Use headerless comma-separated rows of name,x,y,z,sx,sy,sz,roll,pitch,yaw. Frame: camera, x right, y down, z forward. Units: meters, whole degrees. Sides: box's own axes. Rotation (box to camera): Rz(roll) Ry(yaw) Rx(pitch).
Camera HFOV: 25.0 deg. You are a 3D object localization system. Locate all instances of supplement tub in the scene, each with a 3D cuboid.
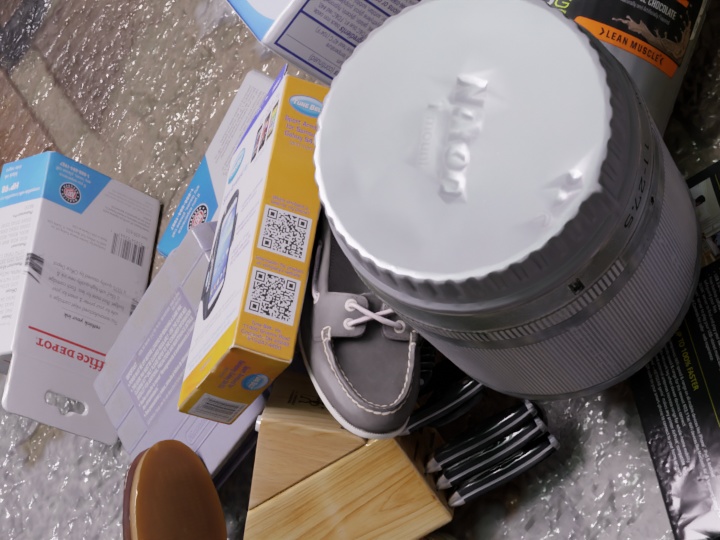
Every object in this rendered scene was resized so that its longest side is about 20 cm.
supplement tub,0.148,-0.174,0.960,0.122,0.122,0.201,14,82,46

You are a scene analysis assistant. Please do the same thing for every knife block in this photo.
knife block,0.022,0.131,0.972,0.064,0.174,0.201,-69,-10,-65

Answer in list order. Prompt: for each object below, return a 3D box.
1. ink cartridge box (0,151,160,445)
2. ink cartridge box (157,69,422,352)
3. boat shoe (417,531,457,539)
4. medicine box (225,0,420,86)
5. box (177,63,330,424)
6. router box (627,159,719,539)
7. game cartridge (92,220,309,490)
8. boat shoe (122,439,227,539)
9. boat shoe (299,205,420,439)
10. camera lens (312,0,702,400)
ink cartridge box,-0.229,0.025,1.236,0.066,0.116,0.201,-9,65,41
ink cartridge box,-0.028,-0.031,1.090,0.200,0.086,0.147,31,94,45
boat shoe,0.018,0.242,0.931,0.074,0.066,0.201,-12,59,41
medicine box,-0.014,-0.263,1.172,0.200,0.103,0.182,-50,45,13
box,-0.058,-0.021,0.964,0.119,0.041,0.201,134,152,-60
router box,0.213,0.036,0.852,0.149,0.051,0.201,-32,51,29
game cartridge,-0.112,0.072,1.089,0.200,0.038,0.130,-51,58,45
boat shoe,-0.123,0.215,1.056,0.070,0.070,0.201,-27,70,50
boat shoe,0.000,0.000,0.919,0.057,0.066,0.201,105,164,-47
camera lens,0.079,-0.031,0.812,0.159,0.200,0.161,-7,69,20
